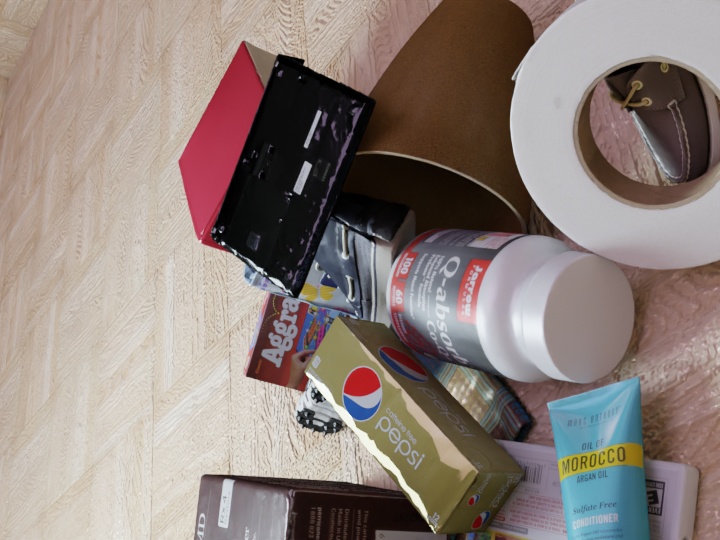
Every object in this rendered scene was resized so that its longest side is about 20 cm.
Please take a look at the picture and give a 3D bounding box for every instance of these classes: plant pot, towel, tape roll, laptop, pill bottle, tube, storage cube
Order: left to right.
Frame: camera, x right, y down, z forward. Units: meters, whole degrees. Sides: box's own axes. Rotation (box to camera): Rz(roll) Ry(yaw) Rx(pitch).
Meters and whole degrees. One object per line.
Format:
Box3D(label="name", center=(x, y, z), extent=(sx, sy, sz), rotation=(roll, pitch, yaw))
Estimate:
Box3D(label="storage cube", center=(-0.091, -0.127, 1.157), extent=(0.181, 0.170, 0.201), rotation=(-56, 35, 24))
Box3D(label="laptop", center=(-0.056, -0.093, 0.896), extent=(0.199, 0.103, 0.179), rotation=(32, 106, 39))
Box3D(label="towel", center=(0.073, 0.134, 0.916), extent=(0.148, 0.022, 0.200), rotation=(-63, 33, 19))
Box3D(label="plant pot", center=(0.087, -0.145, 0.894), extent=(0.186, 0.185, 0.202), rotation=(-8, 59, 56))
Box3D(label="pill bottle", center=(0.117, 0.027, 0.802), extent=(0.199, 0.115, 0.117), rotation=(8, 82, 59))
Box3D(label="tube", center=(0.170, 0.177, 0.677), extent=(0.077, 0.050, 0.202), rotation=(-20, 55, 33))
Box3D(label="tape roll", center=(0.200, -0.098, 0.671), extent=(0.203, 0.203, 0.037), rotation=(-44, 1, 39))

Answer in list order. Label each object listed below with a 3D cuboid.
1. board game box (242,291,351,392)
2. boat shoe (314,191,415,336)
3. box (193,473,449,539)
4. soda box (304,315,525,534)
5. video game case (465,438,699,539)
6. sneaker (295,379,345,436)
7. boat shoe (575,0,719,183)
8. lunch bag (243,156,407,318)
Box3D(label="board game box", center=(-0.053, 0.032, 1.086), extent=(0.019, 0.102, 0.202), rotation=(-160, 86, -72))
Box3D(label="boat shoe", center=(0.000, 0.000, 0.937), extent=(0.075, 0.092, 0.201), rotation=(-56, -21, -36))
Box3D(label="box", center=(-0.042, 0.275, 0.880), extent=(0.199, 0.163, 0.168), rotation=(-12, 71, 58))
Box3D(label="soda box", center=(0.040, 0.124, 0.815), extent=(0.200, 0.067, 0.064), rotation=(45, 111, 39))
Box3D(label="video game case", center=(0.151, 0.226, 0.732), extent=(0.199, 0.023, 0.184), rotation=(-4, 73, 52))
Box3D(label="sneaker", center=(-0.017, 0.102, 1.005), extent=(0.200, 0.066, 0.091), rotation=(128, 160, -63))
Box3D(label="boat shoe", center=(0.201, -0.151, 0.708), extent=(0.072, 0.059, 0.202), rotation=(12, 126, 67))
Box3D(label="lunch bag", center=(-0.015, -0.059, 1.005), extent=(0.127, 0.168, 0.202), rotation=(17, 89, 63))
